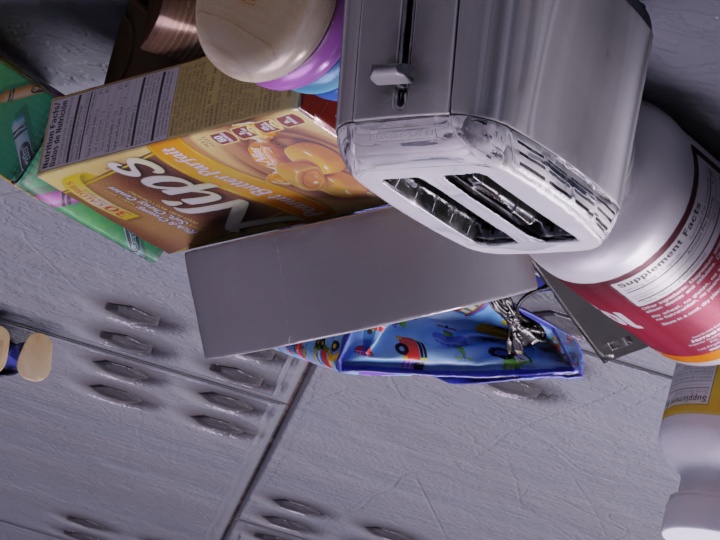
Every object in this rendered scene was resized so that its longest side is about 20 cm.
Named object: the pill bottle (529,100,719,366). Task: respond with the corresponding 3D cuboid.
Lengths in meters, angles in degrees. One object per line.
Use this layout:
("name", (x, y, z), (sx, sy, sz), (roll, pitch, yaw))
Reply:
("pill bottle", (0.160, -0.030, 1.642), (0.113, 0.113, 0.200), (2, 158, 40))

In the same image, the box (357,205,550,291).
("box", (0.067, -0.037, 1.845), (0.200, 0.032, 0.121), (26, 160, -36))

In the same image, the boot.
("boot", (-0.065, -0.110, 1.668), (0.155, 0.074, 0.200), (16, 167, -15))

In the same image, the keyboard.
("keyboard", (0.132, 0.001, 1.823), (0.127, 0.021, 0.200), (-21, 141, 15))

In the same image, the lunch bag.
("lunch bag", (0.053, 0.033, 1.987), (0.200, 0.094, 0.151), (11, -179, -24))

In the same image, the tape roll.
("tape roll", (0.000, 0.000, 1.675), (0.200, 0.066, 0.200), (-12, 180, 0))

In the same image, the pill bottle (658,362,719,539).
("pill bottle", (0.246, 0.075, 1.748), (0.112, 0.200, 0.112), (14, 164, 4))

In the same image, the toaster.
("toaster", (0.068, -0.089, 1.408), (0.114, 0.129, 0.200), (-1, 161, 33))

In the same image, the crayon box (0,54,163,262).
("crayon box", (-0.201, -0.084, 1.769), (0.119, 0.058, 0.200), (31, -178, -40))

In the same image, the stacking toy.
("stacking toy", (0.007, -0.115, 1.485), (0.085, 0.085, 0.200), (2, 169, 39))

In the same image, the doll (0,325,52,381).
("doll", (-0.341, 0.074, 2.552), (0.136, 0.049, 0.200), (12, 172, -21))

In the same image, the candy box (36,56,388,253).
("candy box", (-0.070, -0.070, 1.608), (0.200, 0.055, 0.115), (-13, 148, 38))
